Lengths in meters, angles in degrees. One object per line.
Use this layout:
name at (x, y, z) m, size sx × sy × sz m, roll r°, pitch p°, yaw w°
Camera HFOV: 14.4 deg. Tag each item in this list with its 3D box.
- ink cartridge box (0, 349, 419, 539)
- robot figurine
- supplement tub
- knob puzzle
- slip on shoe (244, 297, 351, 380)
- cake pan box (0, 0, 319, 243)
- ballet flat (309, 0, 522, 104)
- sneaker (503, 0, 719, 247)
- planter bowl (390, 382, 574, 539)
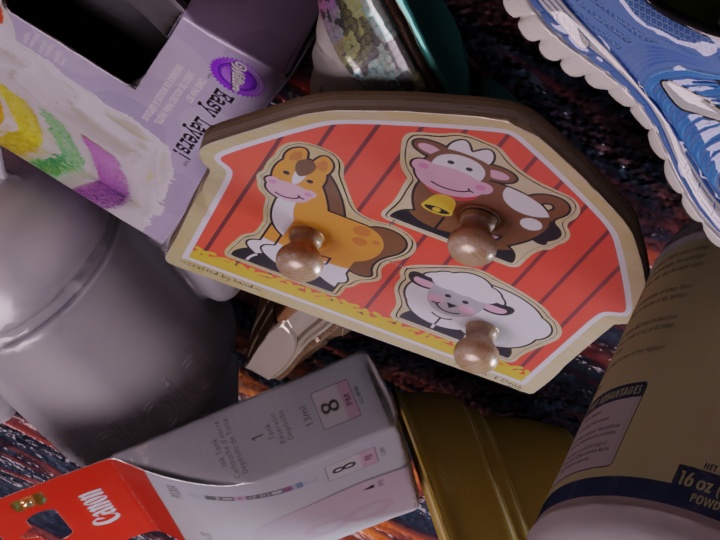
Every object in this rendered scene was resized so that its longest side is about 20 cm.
ink cartridge box at (-0.073, 0.115, 1.395) m, size 0.163 × 0.199 × 0.057 m, roll 75°, pitch 169°, yaw -72°
robot figurine at (-0.137, 0.016, 1.377) m, size 0.169 × 0.113 × 0.200 m, roll -32°, pitch 124°, yaw 18°
supplement tub at (0.161, 0.066, 1.104) m, size 0.144 × 0.201 × 0.145 m, roll 21°, pitch 151°, yaw 12°
knob puzzle at (0.026, -0.010, 1.148) m, size 0.218 × 0.031 × 0.220 m, roll 12°, pitch 151°, yaw 7°
slip on shoe at (0.000, 0.000, 1.284) m, size 0.060 × 0.076 × 0.200 m, roll 20°, pitch 147°, yaw -11°
cake pan box at (-0.125, -0.109, 1.228) m, size 0.183 × 0.053 × 0.200 m, roll 30°, pitch 152°, yaw -9°
ballet flat at (0.025, -0.065, 1.139) m, size 0.071 × 0.069 × 0.200 m, roll -25°, pitch 131°, yaw 22°
sneaker at (0.142, -0.070, 1.023) m, size 0.200 × 0.079 × 0.089 m, roll 40°, pitch 149°, yaw -12°
planter bowl at (0.084, 0.137, 1.368) m, size 0.083 × 0.201 × 0.201 m, roll -18°, pitch 143°, yaw -1°
